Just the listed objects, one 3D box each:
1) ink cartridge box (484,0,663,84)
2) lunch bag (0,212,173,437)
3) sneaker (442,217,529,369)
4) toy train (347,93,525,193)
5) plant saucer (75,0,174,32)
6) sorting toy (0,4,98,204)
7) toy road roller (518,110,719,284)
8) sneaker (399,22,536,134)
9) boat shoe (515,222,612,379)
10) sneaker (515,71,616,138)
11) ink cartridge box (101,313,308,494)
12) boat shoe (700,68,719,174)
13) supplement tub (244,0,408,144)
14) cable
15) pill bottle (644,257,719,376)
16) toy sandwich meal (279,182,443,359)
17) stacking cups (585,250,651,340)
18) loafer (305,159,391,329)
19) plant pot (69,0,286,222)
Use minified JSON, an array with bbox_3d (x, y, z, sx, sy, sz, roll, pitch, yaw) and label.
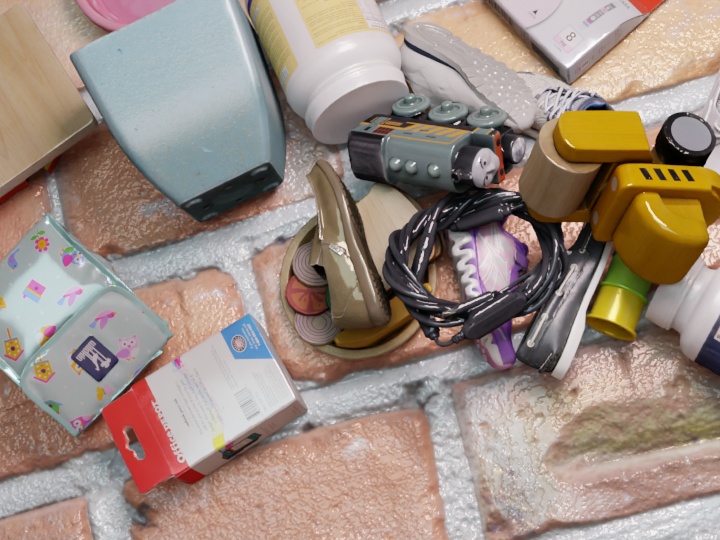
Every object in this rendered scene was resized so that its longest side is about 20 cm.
[{"bbox_3d":[0.264,-0.344,1.387,0.200,0.057,0.163,-42,70,1],"label":"ink cartridge box"},{"bbox_3d":[-0.332,0.066,1.334,0.200,0.122,0.171,42,82,10],"label":"lunch bag"},{"bbox_3d":[0.149,0.007,1.293,0.087,0.081,0.203,-12,71,-2],"label":"sneaker"},{"bbox_3d":[0.080,-0.133,1.288,0.198,0.086,0.114,15,39,37],"label":"toy train"},{"bbox_3d":[-0.269,-0.383,1.491,0.197,0.051,0.204,-3,73,10],"label":"plant saucer"},{"bbox_3d":[-0.443,-0.189,1.453,0.198,0.070,0.201,-35,71,-2],"label":"sorting toy"},{"bbox_3d":[0.268,-0.069,1.175,0.197,0.123,0.148,1,57,-10],"label":"toy road roller"},{"bbox_3d":[0.119,-0.206,1.348,0.076,0.081,0.200,-17,48,-41],"label":"sneaker"},{"bbox_3d":[0.222,0.015,1.265,0.060,0.076,0.202,21,67,2],"label":"boat shoe"},{"bbox_3d":[0.244,-0.177,1.323,0.199,0.085,0.078,32,81,18],"label":"sneaker"},{"bbox_3d":[-0.173,0.154,1.306,0.198,0.067,0.117,-31,70,0],"label":"ink cartridge box"},{"bbox_3d":[0.409,-0.160,1.297,0.071,0.069,0.202,22,81,15],"label":"boat shoe"},{"bbox_3d":[-0.038,-0.266,1.366,0.144,0.146,0.202,-25,71,2],"label":"supplement tub"},{"bbox_3d":[0.124,-0.015,1.241,0.199,0.051,0.164,-32,58,-11],"label":"cable"},{"bbox_3d":[0.401,0.062,1.211,0.198,0.111,0.112,31,81,17],"label":"pill bottle"},{"bbox_3d":[0.000,0.000,1.320,0.202,0.070,0.208,-3,73,9],"label":"toy sandwich meal"},{"bbox_3d":[0.306,-0.026,1.286,0.060,0.061,0.202,20,75,15],"label":"stacking cups"},{"bbox_3d":[-0.027,-0.026,1.263,0.067,0.076,0.202,-22,67,7],"label":"loafer"},{"bbox_3d":[-0.184,-0.174,1.349,0.194,0.196,0.202,-25,82,1],"label":"plant pot"}]
